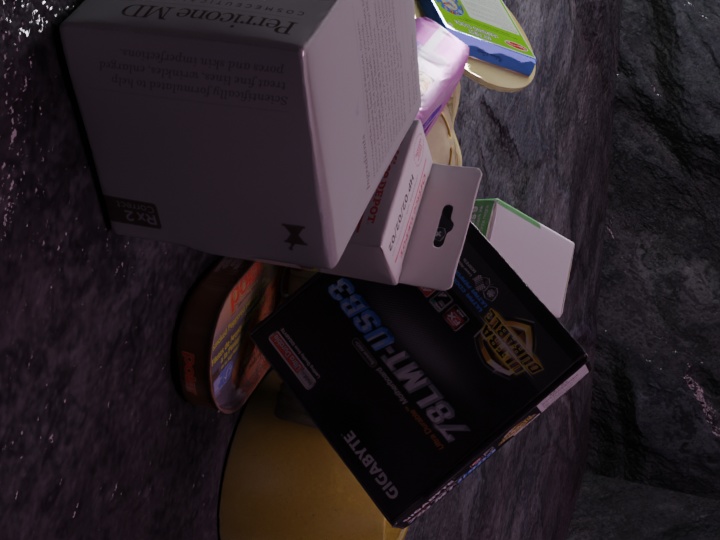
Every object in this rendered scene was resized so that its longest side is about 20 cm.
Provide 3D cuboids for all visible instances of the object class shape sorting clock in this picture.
[{"bbox_3d":[0.108,-0.268,1.292,0.039,0.200,0.200,-48,-178,33],"label":"shape sorting clock"}]

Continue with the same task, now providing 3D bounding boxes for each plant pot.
[{"bbox_3d":[-0.026,0.202,1.140,0.200,0.141,0.202,10,90,-73],"label":"plant pot"}]

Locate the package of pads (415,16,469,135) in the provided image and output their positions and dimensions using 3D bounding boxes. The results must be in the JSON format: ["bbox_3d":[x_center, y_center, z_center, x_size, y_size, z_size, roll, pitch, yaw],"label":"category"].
[{"bbox_3d":[0.019,-0.133,1.097,0.200,0.075,0.121,-54,174,-46],"label":"package of pads"}]

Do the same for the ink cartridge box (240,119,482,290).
[{"bbox_3d":[-0.016,-0.061,0.945,0.068,0.198,0.116,64,39,-60],"label":"ink cartridge box"}]

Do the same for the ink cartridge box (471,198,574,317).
[{"bbox_3d":[0.096,-0.012,1.259,0.145,0.199,0.085,24,74,-44],"label":"ink cartridge box"}]

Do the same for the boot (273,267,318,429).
[{"bbox_3d":[0.028,0.070,1.061,0.072,0.198,0.156,-128,-135,-78],"label":"boot"}]

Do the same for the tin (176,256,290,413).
[{"bbox_3d":[-0.096,0.034,1.012,0.200,0.042,0.113,-55,153,-54],"label":"tin"}]

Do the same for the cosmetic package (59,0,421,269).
[{"bbox_3d":[-0.067,-0.133,0.810,0.201,0.164,0.166,-63,155,-45],"label":"cosmetic package"}]

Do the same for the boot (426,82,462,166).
[{"bbox_3d":[0.059,-0.114,1.360,0.201,0.072,0.156,92,23,-46],"label":"boot"}]

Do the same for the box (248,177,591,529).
[{"bbox_3d":[0.045,0.064,0.959,0.198,0.200,0.050,-39,159,0],"label":"box"}]
